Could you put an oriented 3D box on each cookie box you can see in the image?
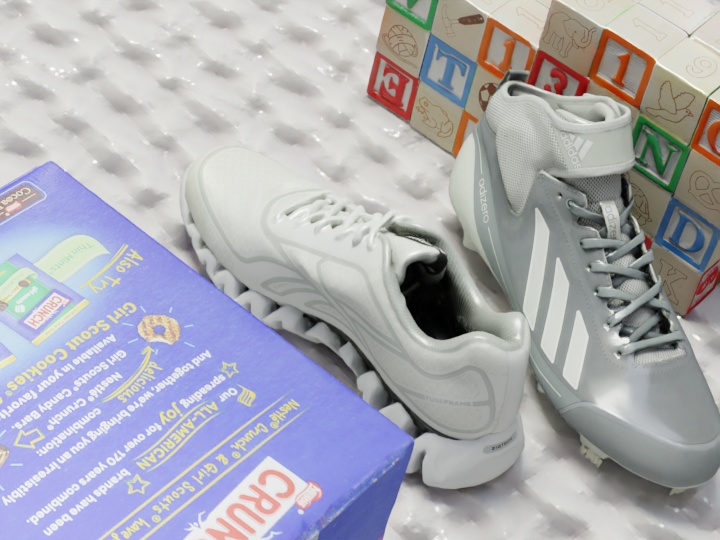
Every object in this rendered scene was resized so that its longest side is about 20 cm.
[{"bbox_3d":[-0.111,0.072,0.733,0.199,0.076,0.171,36,48,21],"label":"cookie box"}]

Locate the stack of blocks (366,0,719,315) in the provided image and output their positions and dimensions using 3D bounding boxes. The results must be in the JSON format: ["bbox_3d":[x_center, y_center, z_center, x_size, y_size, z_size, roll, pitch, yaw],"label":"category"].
[{"bbox_3d":[0.103,-0.087,0.918,0.199,0.116,0.058,36,48,21],"label":"stack of blocks"}]

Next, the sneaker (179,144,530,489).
[{"bbox_3d":[0.000,0.000,0.831,0.075,0.081,0.200,-30,58,-34],"label":"sneaker"}]

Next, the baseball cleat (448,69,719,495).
[{"bbox_3d":[0.100,-0.004,0.841,0.069,0.107,0.201,-13,52,-32],"label":"baseball cleat"}]
